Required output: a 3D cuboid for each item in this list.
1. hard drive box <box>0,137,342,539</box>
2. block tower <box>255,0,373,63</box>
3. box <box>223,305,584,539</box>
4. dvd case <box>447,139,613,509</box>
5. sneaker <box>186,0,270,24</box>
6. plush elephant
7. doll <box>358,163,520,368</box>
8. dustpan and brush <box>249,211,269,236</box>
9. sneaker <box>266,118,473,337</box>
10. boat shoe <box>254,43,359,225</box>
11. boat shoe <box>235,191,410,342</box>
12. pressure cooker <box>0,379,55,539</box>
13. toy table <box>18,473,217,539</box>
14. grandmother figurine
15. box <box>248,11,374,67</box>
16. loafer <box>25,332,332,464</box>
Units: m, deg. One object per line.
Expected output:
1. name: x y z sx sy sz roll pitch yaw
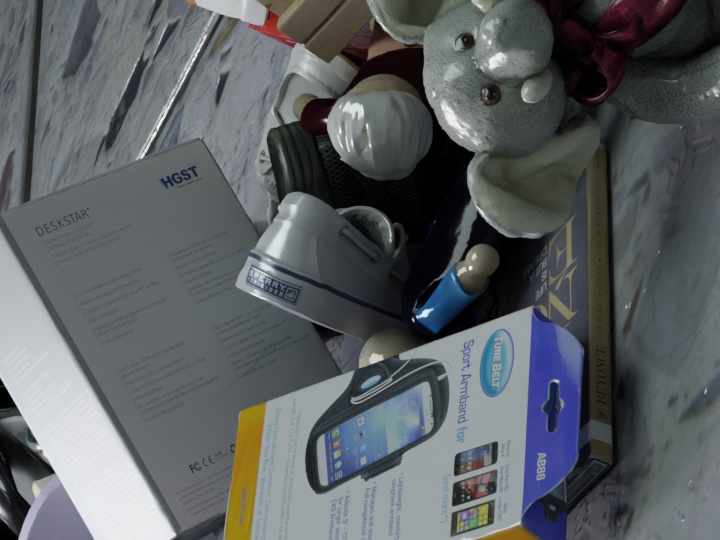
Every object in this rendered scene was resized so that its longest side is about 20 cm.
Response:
1. hard drive box: -0.110 0.045 1.428 0.077 0.156 0.200 -40 78 48
2. block tower: -0.010 -0.203 1.406 0.058 0.054 0.200 -43 25 35
3. box: 0.025 0.094 1.187 0.200 0.041 0.119 -19 47 31
4. dvd case: 0.078 0.051 1.258 0.149 0.016 0.200 -51 26 43
5. sneaker: -0.084 -0.221 1.488 0.200 0.084 0.073 101 179 -50
6. plush elephant: 0.091 -0.112 1.146 0.155 0.165 0.200 -33 -11 -19
7. doll: 0.057 -0.024 1.294 0.136 0.048 0.200 -118 53 -85
8. dustpan and brush: -0.107 -0.012 1.593 0.140 0.200 0.057 165 105 -67
9. sneaker: 0.013 -0.027 1.448 0.200 0.114 0.076 84 173 -60
10. boat shoe: -0.027 -0.065 1.502 0.069 0.071 0.200 -47 -16 -18
11. boat shoe: 0.000 0.000 1.342 0.065 0.073 0.200 -67 -16 1
12. pressure cooker: -0.180 0.107 1.664 0.200 0.175 0.179 -77 -3 -48
13. toy table: -0.138 0.205 1.489 0.117 0.183 0.201 178 83 -71
14. grandmother figurine: 0.019 -0.099 1.339 0.121 0.061 0.200 -26 16 17
15. box: 0.014 -0.167 1.538 0.100 0.095 0.200 -68 19 2
16. loafer: -0.103 0.066 1.540 0.200 0.063 0.072 -34 25 -1
